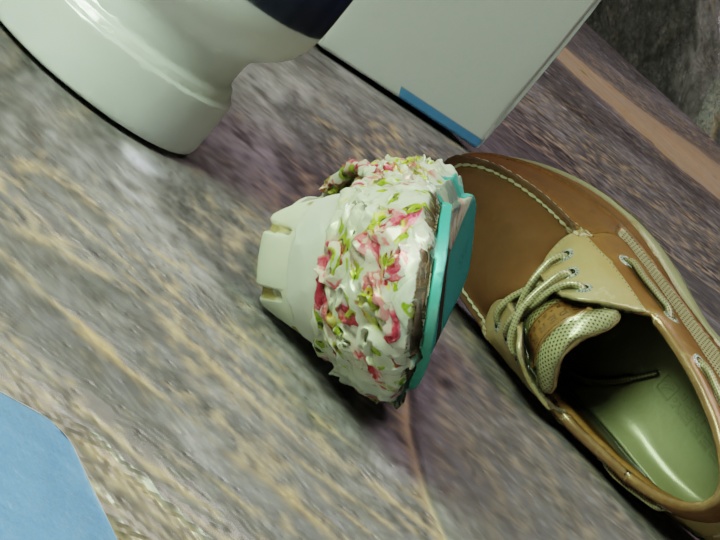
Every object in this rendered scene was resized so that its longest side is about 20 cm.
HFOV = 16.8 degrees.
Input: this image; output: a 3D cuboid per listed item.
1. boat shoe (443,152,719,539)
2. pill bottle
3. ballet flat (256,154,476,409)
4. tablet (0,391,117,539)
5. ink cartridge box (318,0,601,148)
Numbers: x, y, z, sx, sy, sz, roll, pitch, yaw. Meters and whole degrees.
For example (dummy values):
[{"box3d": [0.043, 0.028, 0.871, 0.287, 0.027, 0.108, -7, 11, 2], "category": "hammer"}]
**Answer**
[{"box3d": [0.091, 0.023, 0.928, 0.200, 0.076, 0.074, 45, 15, 28], "category": "boat shoe"}, {"box3d": [-0.034, -0.145, 0.842, 0.116, 0.200, 0.116, 38, 12, -10], "category": "pill bottle"}, {"box3d": [0.000, 0.000, 0.772, 0.064, 0.076, 0.200, 9, 5, 4], "category": "ballet flat"}, {"box3d": [-0.110, 0.022, 0.399, 0.200, 0.014, 0.130, 34, 12, -34], "category": "tablet"}, {"box3d": [0.025, -0.203, 1.428, 0.146, 0.146, 0.200, 30, 15, -40], "category": "ink cartridge box"}]
